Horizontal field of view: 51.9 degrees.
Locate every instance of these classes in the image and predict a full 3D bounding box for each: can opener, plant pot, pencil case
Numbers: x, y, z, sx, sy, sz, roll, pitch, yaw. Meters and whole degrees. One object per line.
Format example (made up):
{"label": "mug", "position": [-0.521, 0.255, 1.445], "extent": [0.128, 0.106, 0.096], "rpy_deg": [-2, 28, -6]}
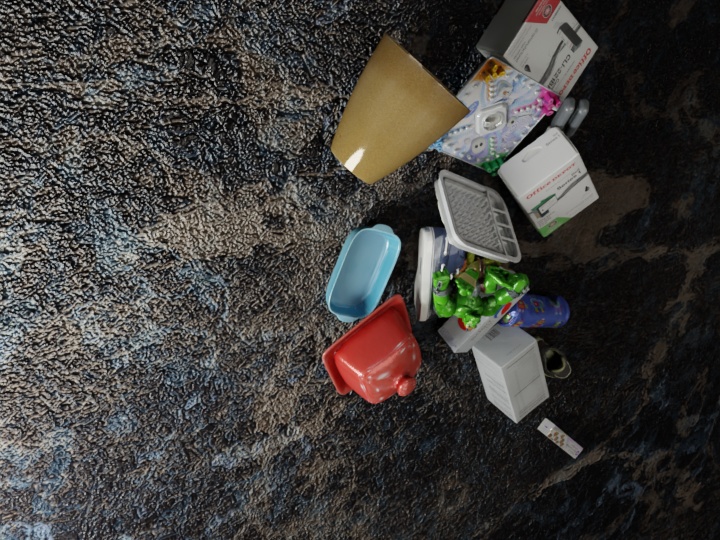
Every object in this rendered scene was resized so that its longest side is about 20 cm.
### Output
{"label": "can opener", "position": [0.397, -0.294, 1.448], "extent": [0.052, 0.200, 0.067], "rpy_deg": [6, 82, 3]}
{"label": "plant pot", "position": [0.048, -0.249, 1.219], "extent": [0.186, 0.187, 0.200], "rpy_deg": [27, 112, -41]}
{"label": "pencil case", "position": [0.388, 0.088, 1.689], "extent": [0.198, 0.088, 0.078], "rpy_deg": [5, 142, -37]}

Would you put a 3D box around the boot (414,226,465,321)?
{"label": "boot", "position": [0.160, 0.010, 1.475], "extent": [0.089, 0.073, 0.202], "rpy_deg": [-1, 117, -8]}

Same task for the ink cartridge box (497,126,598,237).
{"label": "ink cartridge box", "position": [0.379, -0.173, 1.486], "extent": [0.146, 0.085, 0.200], "rpy_deg": [-37, 147, 12]}

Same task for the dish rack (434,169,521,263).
{"label": "dish rack", "position": [0.221, -0.097, 1.436], "extent": [0.199, 0.173, 0.043], "rpy_deg": [15, 143, -40]}

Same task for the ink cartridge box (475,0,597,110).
{"label": "ink cartridge box", "position": [0.330, -0.413, 1.370], "extent": [0.199, 0.084, 0.145], "rpy_deg": [28, 98, -42]}

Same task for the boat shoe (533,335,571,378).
{"label": "boat shoe", "position": [0.478, 0.230, 1.838], "extent": [0.072, 0.066, 0.201], "rpy_deg": [-52, 132, 0]}

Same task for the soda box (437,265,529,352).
{"label": "soda box", "position": [0.258, 0.084, 1.560], "extent": [0.200, 0.064, 0.068], "rpy_deg": [-48, 153, 20]}

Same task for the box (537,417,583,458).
{"label": "box", "position": [0.551, 0.463, 2.035], "extent": [0.039, 0.041, 0.200], "rpy_deg": [-51, 131, 0]}

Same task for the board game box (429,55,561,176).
{"label": "board game box", "position": [0.245, -0.275, 1.367], "extent": [0.198, 0.026, 0.200], "rpy_deg": [15, 129, -36]}

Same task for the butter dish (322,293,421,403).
{"label": "butter dish", "position": [0.050, 0.182, 1.438], "extent": [0.199, 0.148, 0.200], "rpy_deg": [-38, 148, -13]}

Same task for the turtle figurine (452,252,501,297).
{"label": "turtle figurine", "position": [0.244, -0.014, 1.541], "extent": [0.160, 0.064, 0.202], "rpy_deg": [-11, 120, -30]}

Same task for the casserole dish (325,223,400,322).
{"label": "casserole dish", "position": [0.000, 0.000, 1.395], "extent": [0.120, 0.039, 0.202], "rpy_deg": [11, 108, -39]}

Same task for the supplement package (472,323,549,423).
{"label": "supplement package", "position": [0.349, 0.234, 1.721], "extent": [0.113, 0.109, 0.201], "rpy_deg": [-34, 129, -15]}

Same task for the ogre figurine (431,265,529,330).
{"label": "ogre figurine", "position": [0.223, 0.048, 1.448], "extent": [0.198, 0.099, 0.120], "rpy_deg": [-17, 147, -30]}
